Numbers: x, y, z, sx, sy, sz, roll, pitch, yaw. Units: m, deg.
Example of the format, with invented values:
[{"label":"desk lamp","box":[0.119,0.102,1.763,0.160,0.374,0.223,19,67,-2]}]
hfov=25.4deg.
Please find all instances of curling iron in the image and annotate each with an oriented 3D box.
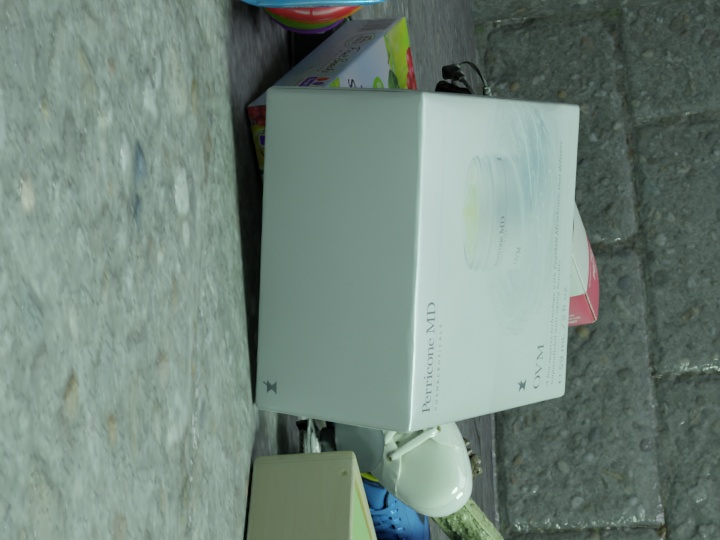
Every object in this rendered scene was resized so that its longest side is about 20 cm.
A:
[{"label":"curling iron","box":[0.051,-0.115,1.233,0.200,0.025,0.050,-26,-98,67]}]

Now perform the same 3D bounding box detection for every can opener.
[{"label":"can opener","box":[-0.012,0.153,1.120,0.200,0.066,0.053,80,7,-64]}]

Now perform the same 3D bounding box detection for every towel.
[{"label":"towel","box":[0.071,0.193,1.379,0.200,0.036,0.148,48,-2,4]}]

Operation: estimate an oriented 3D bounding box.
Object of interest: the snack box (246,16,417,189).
[{"label":"snack box","box":[-0.008,-0.083,1.127,0.200,0.053,0.143,-50,133,-58]}]

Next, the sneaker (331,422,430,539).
[{"label":"sneaker","box":[0.012,0.179,1.271,0.078,0.066,0.201,-71,153,-65]}]

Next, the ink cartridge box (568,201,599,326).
[{"label":"ink cartridge box","box":[0.119,-0.034,1.416,0.200,0.146,0.083,63,25,-45]}]

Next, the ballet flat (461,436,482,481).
[{"label":"ballet flat","box":[0.065,0.122,1.288,0.200,0.046,0.068,-99,166,-67]}]

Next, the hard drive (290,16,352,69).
[{"label":"hard drive","box":[-0.021,-0.142,1.294,0.200,0.038,0.140,58,29,-72]}]

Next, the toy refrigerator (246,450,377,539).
[{"label":"toy refrigerator","box":[-0.017,0.204,1.010,0.200,0.070,0.076,78,10,-46]}]

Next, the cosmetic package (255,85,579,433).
[{"label":"cosmetic package","box":[0.040,-0.013,1.021,0.200,0.123,0.200,-5,99,-54]}]

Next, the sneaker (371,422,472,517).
[{"label":"sneaker","box":[0.009,0.088,1.149,0.200,0.073,0.085,58,5,22]}]

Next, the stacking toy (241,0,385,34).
[{"label":"stacking toy","box":[-0.036,-0.201,1.070,0.200,0.116,0.110,125,-37,-80]}]
